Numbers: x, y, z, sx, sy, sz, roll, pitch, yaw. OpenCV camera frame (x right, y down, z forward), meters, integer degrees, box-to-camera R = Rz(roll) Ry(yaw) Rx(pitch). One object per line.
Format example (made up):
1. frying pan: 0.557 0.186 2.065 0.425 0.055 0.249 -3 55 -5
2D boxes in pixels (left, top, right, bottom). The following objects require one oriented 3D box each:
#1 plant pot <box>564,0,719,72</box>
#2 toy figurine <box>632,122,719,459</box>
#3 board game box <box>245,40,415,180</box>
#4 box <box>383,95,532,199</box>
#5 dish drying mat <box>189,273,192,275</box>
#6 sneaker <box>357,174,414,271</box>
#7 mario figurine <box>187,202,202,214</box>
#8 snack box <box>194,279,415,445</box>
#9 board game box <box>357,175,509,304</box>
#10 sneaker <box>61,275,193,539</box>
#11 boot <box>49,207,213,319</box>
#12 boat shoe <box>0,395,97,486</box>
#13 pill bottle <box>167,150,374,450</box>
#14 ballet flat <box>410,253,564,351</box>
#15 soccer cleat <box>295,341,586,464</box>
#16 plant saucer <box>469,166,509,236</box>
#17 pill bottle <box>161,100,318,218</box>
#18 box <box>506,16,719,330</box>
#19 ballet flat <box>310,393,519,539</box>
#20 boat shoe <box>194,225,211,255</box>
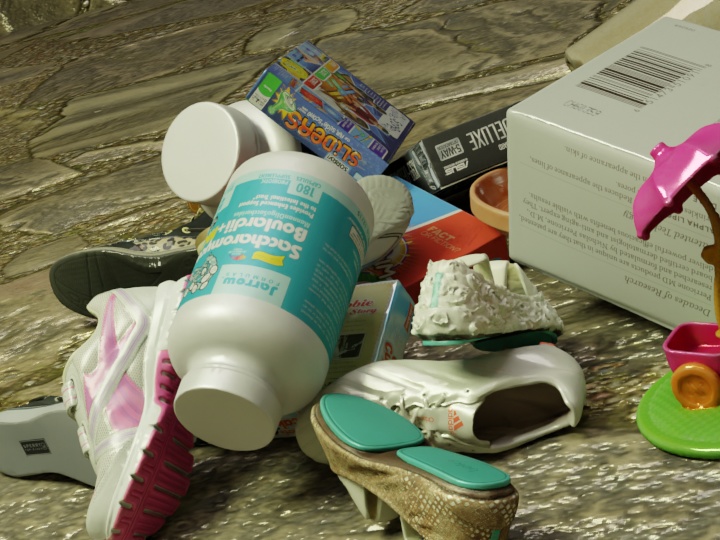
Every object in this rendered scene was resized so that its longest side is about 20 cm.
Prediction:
1. plant pot: 0.293 -0.181 1.536 0.183 0.201 0.200 -29 18 6
2. toy figurine: 0.244 -0.001 1.045 0.200 0.184 0.150 -4 24 35
3. board game box: -0.023 -0.145 1.564 0.034 0.135 0.200 -52 2 17
4. box: 0.110 -0.109 1.578 0.158 0.050 0.200 -22 -1 -14
5. dish drying mat: -0.092 -0.004 1.378 0.077 0.018 0.200 -5 21 42
6. sneaker: -0.028 -0.016 1.339 0.072 0.073 0.200 40 38 17
7. mario figurine: -0.074 -0.096 1.768 0.200 0.106 0.123 -18 27 -29
8. snack box: -0.064 0.071 1.291 0.200 0.037 0.116 -8 46 28
9. board game box: 0.000 0.000 1.430 0.200 0.040 0.153 -29 37 -27
10. sneaker: -0.165 0.099 1.195 0.088 0.081 0.200 1 62 17
11. boot: -0.181 -0.014 1.651 0.203 0.074 0.154 -6 19 17
12. boat shoe: -0.216 0.122 1.308 0.200 0.069 0.057 -3 24 43
13. pill bottle: -0.064 0.022 1.172 0.111 0.111 0.200 -8 46 28
14. ballet flat: 0.092 0.021 1.183 0.072 0.072 0.200 -11 -8 21
15. soccer cleat: 0.052 0.094 1.144 0.200 0.069 0.078 -13 22 6
16. plant saucer: 0.191 -0.055 1.419 0.200 0.032 0.200 -2 19 1
17. pill bottle: -0.084 -0.092 1.573 0.120 0.120 0.200 -5 -9 35
18. box: 0.241 -0.071 1.246 0.200 0.131 0.199 25 44 37
19. ballet flat: 0.024 0.132 1.053 0.070 0.065 0.200 -1 13 -27
20. boat shoe: -0.046 -0.013 1.534 0.201 0.066 0.072 -5 -20 -19
